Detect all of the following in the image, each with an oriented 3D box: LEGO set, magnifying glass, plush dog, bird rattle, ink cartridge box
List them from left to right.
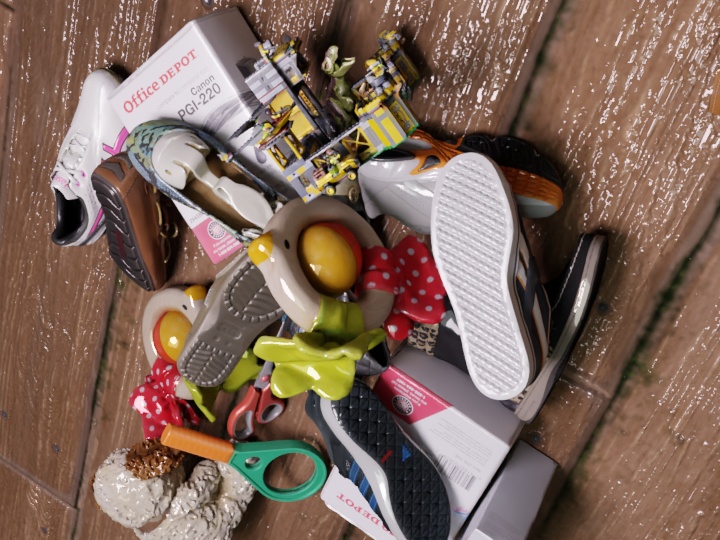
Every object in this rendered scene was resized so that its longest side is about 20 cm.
[{"bbox_3d":[-0.232,0.270,1.114,0.171,0.162,0.199,37,129,-23],"label":"plush dog"},{"bbox_3d":[-0.197,0.099,1.099,0.199,0.111,0.166,-18,88,51],"label":"bird rattle"},{"bbox_3d":[-0.134,-0.132,0.946,0.145,0.085,0.202,-29,96,34],"label":"ink cartridge box"},{"bbox_3d":[-0.128,0.210,1.074,0.198,0.023,0.080,22,114,-26],"label":"magnifying glass"},{"bbox_3d":[-0.031,-0.156,0.802,0.152,0.201,0.116,-29,112,25],"label":"LEGO set"},{"bbox_3d":[-0.009,0.007,0.812,0.164,0.200,0.112,53,141,-5],"label":"bird rattle"},{"bbox_3d":[0.064,0.188,0.989,0.146,0.086,0.202,33,124,11],"label":"ink cartridge box"}]

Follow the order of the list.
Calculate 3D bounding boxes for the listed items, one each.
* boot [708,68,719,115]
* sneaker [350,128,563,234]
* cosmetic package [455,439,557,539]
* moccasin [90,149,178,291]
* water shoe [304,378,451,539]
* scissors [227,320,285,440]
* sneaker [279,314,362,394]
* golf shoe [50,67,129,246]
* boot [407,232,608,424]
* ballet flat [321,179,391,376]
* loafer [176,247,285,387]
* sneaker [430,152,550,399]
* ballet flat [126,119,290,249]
[{"bbox_3d":[0.344,-0.185,0.687,0.153,0.077,0.203,19,127,23],"label":"boot"},{"bbox_3d":[0.088,-0.071,0.875,0.197,0.076,0.093,15,135,22],"label":"sneaker"},{"bbox_3d":[0.118,0.290,0.968,0.051,0.151,0.202,32,123,12],"label":"cosmetic package"},{"bbox_3d":[-0.235,-0.052,1.030,0.073,0.078,0.203,29,147,26],"label":"moccasin"},{"bbox_3d":[0.020,0.190,0.934,0.079,0.071,0.202,-14,107,60],"label":"water shoe"},{"bbox_3d":[-0.110,0.124,1.027,0.014,0.072,0.201,54,155,27],"label":"scissors"},{"bbox_3d":[-0.043,0.063,1.002,0.081,0.073,0.204,9,106,28],"label":"sneaker"},{"bbox_3d":[-0.289,-0.115,1.031,0.072,0.092,0.203,23,120,18],"label":"golf shoe"},{"bbox_3d":[0.133,0.031,0.891,0.149,0.073,0.202,27,126,15],"label":"boot"},{"bbox_3d":[0.000,0.000,0.918,0.056,0.066,0.204,-2,99,44],"label":"ballet flat"},{"bbox_3d":[-0.118,0.027,0.955,0.076,0.068,0.200,33,111,-27],"label":"loafer"},{"bbox_3d":[0.111,0.002,0.812,0.077,0.079,0.204,-8,93,28],"label":"sneaker"},{"bbox_3d":[-0.131,-0.082,0.871,0.198,0.074,0.075,32,124,5],"label":"ballet flat"}]
